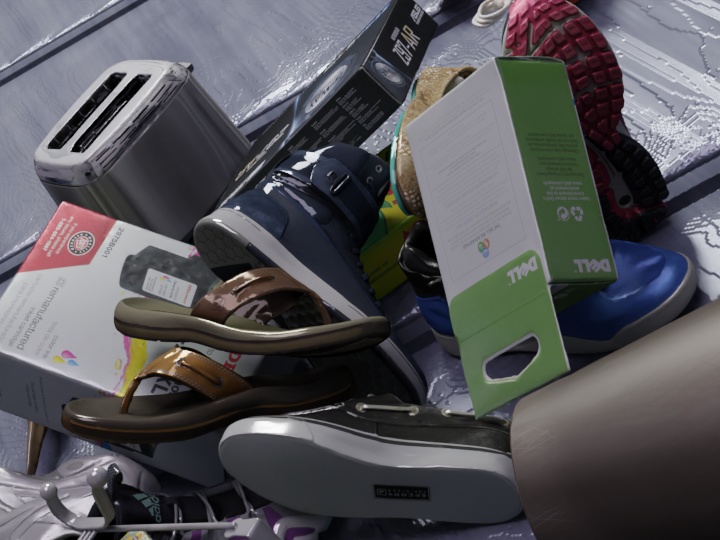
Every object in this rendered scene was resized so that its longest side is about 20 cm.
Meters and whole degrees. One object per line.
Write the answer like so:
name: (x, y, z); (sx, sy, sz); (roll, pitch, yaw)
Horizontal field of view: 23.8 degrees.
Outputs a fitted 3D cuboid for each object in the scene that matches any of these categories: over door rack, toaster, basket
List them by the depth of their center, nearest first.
basket: (0.196, 0.094, 0.957); (0.199, 0.136, 0.182); (-20, 49, 24)
over door rack: (-0.153, 0.189, 0.966); (0.199, 0.067, 0.148); (1, 49, 42)
toaster: (-0.195, -0.090, 1.488); (0.113, 0.130, 0.200); (11, 54, 46)

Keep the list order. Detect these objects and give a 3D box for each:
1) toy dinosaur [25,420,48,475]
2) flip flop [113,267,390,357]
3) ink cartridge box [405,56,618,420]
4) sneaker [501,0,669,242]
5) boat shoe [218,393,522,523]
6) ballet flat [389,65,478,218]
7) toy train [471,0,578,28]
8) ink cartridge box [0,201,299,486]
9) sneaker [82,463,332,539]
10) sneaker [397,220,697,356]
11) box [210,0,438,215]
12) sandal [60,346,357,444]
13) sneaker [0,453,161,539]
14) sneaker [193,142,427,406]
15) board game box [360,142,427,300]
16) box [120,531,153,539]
toy dinosaur: (-0.255, 0.104, 1.363); (0.060, 0.107, 0.201); (-4, 34, 0)
flip flop: (-0.075, 0.025, 1.136); (0.198, 0.081, 0.058); (6, 89, 28)
ink cartridge box: (0.098, -0.020, 1.063); (0.104, 0.059, 0.202); (-33, 64, 52)
sneaker: (0.142, -0.105, 1.170); (0.080, 0.201, 0.075); (-30, 37, -1)
boat shoe: (0.010, 0.116, 1.095); (0.198, 0.071, 0.064); (8, 43, 5)
ballet flat: (0.065, -0.103, 1.244); (0.065, 0.071, 0.201); (-12, 29, 15)
toy train: (0.125, -0.256, 1.497); (0.150, 0.056, 0.200); (-35, 32, 0)
ink cartridge box: (-0.157, 0.053, 1.246); (0.198, 0.083, 0.146); (18, 54, 11)
sneaker: (-0.115, 0.163, 1.112); (0.200, 0.140, 0.078); (-41, 35, -9)
sneaker: (0.118, -0.005, 1.150); (0.198, 0.112, 0.077); (-7, 43, 33)
box: (-0.030, -0.117, 1.369); (0.200, 0.043, 0.161); (-42, 13, 31)
sandal: (-0.099, 0.075, 1.125); (0.198, 0.055, 0.082); (-8, 9, -12)
sneaker: (-0.243, 0.196, 1.236); (0.198, 0.078, 0.100); (-15, 43, 24)
sneaker: (0.000, -0.001, 1.216); (0.146, 0.202, 0.077); (-41, -7, -39)
board game box: (0.042, -0.056, 1.327); (0.199, 0.048, 0.102); (-36, 35, -3)
box: (-0.135, 0.291, 0.994); (0.200, 0.122, 0.192); (-42, 36, -11)
